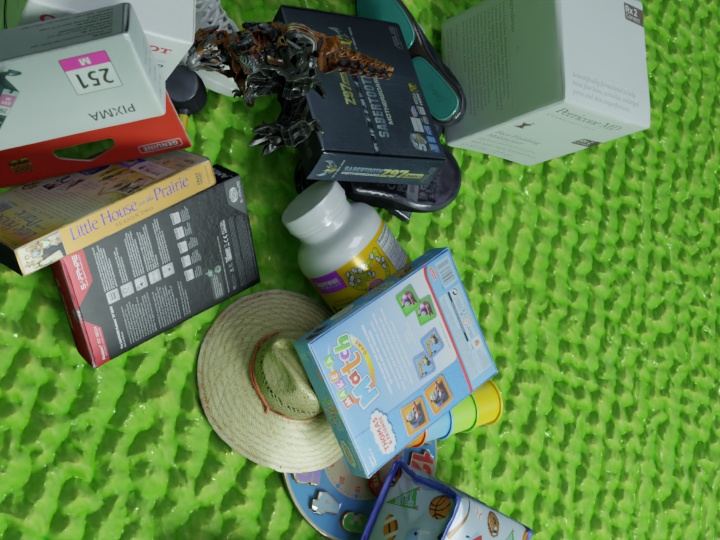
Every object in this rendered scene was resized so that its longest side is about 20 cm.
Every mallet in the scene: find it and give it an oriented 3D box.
[{"bbox_3d":[-0.187,-0.108,0.953,0.040,0.066,0.204,5,80,0],"label":"mallet"}]

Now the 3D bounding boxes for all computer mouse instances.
[{"bbox_3d":[0.021,-0.123,1.081,0.197,0.053,0.141,15,76,-17],"label":"computer mouse"}]

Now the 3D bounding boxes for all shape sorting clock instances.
[{"bbox_3d":[0.003,0.199,1.038,0.197,0.039,0.204,6,78,-32],"label":"shape sorting clock"}]

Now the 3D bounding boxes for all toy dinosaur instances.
[{"bbox_3d":[-0.073,-0.204,0.921,0.103,0.196,0.138,62,22,-47],"label":"toy dinosaur"}]

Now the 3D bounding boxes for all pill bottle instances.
[{"bbox_3d":[0.000,0.000,1.020,0.105,0.103,0.201,-50,115,-28],"label":"pill bottle"}]

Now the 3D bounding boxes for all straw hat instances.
[{"bbox_3d":[-0.063,0.106,0.964,0.197,0.085,0.205,7,73,-22],"label":"straw hat"}]

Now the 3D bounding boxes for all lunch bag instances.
[{"bbox_3d":[0.075,0.333,0.995,0.169,0.123,0.202,35,79,-42],"label":"lunch bag"}]

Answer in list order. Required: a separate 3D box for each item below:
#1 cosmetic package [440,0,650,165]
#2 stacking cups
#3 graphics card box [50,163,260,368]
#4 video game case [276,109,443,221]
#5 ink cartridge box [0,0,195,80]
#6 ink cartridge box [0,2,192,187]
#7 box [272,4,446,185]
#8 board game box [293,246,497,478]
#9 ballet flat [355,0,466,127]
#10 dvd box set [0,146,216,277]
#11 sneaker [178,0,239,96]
[{"bbox_3d":[0.223,-0.243,1.151,0.163,0.199,0.169,6,79,-37],"label":"cosmetic package"},{"bbox_3d":[0.073,0.170,1.035,0.198,0.060,0.062,-14,89,-39],"label":"stacking cups"},{"bbox_3d":[-0.196,-0.008,0.909,0.198,0.051,0.127,-29,125,-30],"label":"graphics card box"},{"bbox_3d":[0.004,-0.171,1.115,0.198,0.019,0.145,32,66,-23],"label":"video game case"},{"bbox_3d":[-0.250,-0.210,0.846,0.142,0.199,0.086,8,69,-30],"label":"ink cartridge box"},{"bbox_3d":[-0.261,-0.130,0.801,0.196,0.175,0.044,-11,54,3],"label":"ink cartridge box"},{"bbox_3d":[-0.006,-0.190,1.020,0.155,0.051,0.203,1,59,-29],"label":"box"},{"bbox_3d":[0.042,0.090,0.963,0.199,0.036,0.153,-33,107,-32],"label":"board game box"},{"bbox_3d":[0.063,-0.257,1.138,0.072,0.073,0.201,-29,78,-32],"label":"ballet flat"},{"bbox_3d":[-0.251,-0.065,0.860,0.199,0.145,0.030,-31,123,-33],"label":"dvd box set"},{"bbox_3d":[-0.162,-0.265,0.967,0.199,0.115,0.075,38,62,-23],"label":"sneaker"}]
